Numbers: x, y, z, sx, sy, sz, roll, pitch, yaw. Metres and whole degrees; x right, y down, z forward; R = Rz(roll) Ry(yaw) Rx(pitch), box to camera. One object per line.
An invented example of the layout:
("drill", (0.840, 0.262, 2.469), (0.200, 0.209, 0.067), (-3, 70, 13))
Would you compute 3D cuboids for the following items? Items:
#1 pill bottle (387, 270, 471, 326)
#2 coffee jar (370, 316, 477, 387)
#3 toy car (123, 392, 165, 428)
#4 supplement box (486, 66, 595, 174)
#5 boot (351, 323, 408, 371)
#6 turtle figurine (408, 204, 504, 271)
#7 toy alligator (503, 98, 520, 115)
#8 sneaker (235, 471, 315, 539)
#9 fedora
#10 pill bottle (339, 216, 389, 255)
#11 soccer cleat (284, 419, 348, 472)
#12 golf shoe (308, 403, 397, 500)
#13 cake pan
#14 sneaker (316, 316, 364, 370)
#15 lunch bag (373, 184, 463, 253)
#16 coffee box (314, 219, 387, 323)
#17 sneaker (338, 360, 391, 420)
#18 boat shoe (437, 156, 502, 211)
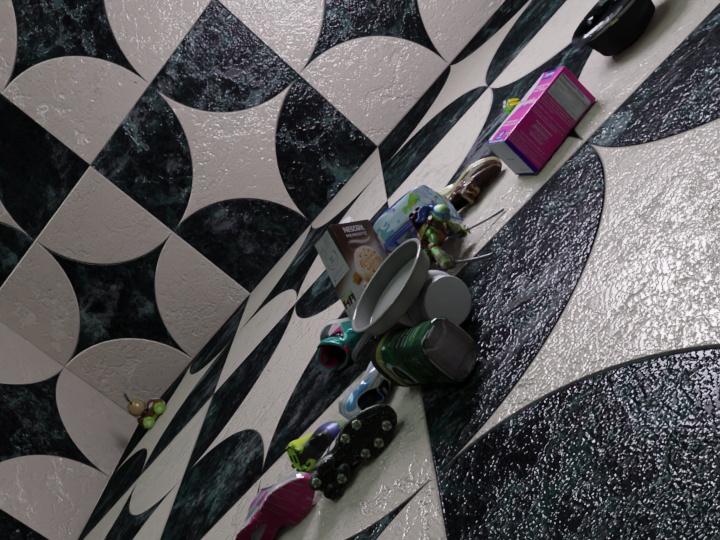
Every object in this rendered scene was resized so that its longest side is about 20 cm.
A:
("pill bottle", (0.122, 0.054, 1.279), (0.110, 0.109, 0.200), (-53, 13, -11))
("coffee jar", (0.099, 0.140, 1.144), (0.086, 0.104, 0.200), (-57, 16, -25))
("toy car", (-1.074, 0.658, 3.364), (0.158, 0.200, 0.164), (-55, 15, -16))
("supplement box", (0.373, -0.308, 1.429), (0.200, 0.103, 0.101), (-50, 13, -2))
("boot", (0.051, 0.119, 1.445), (0.200, 0.070, 0.132), (-45, 5, -2))
("turtle figurine", (0.180, -0.034, 1.402), (0.195, 0.198, 0.145), (116, 157, -45))
("toy alligator", (0.392, -0.397, 1.708), (0.054, 0.060, 0.200), (-4, 24, 7))
("sneaker", (-0.155, 0.427, 1.268), (0.200, 0.081, 0.088), (-45, 16, 22))
("fedora", (0.547, -0.529, 1.455), (0.201, 0.091, 0.201), (-47, 14, 16))
("pill bottle", (0.018, -0.027, 1.629), (0.114, 0.200, 0.114), (-46, 14, 15))
("soccer cleat", (-0.081, 0.340, 1.337), (0.083, 0.065, 0.200), (-24, -11, -39))
("golf shoe", (-0.016, 0.295, 1.181), (0.200, 0.077, 0.088), (-48, 7, 11))
("cake pan", (0.056, 0.034, 1.238), (0.201, 0.037, 0.201), (-50, 15, 19))
("sneaker", (-0.063, 0.181, 1.621), (0.121, 0.084, 0.199), (-48, 11, -32))
("lunch bag", (0.127, -0.100, 1.522), (0.160, 0.083, 0.199), (-38, -22, 19))
("coffee box", (0.000, 0.000, 1.471), (0.114, 0.201, 0.080), (-12, -23, -40))
("sneaker", (0.038, 0.202, 1.289), (0.072, 0.072, 0.200), (17, 56, 37))
("boat shoe", (0.251, -0.182, 1.599), (0.199, 0.072, 0.073), (-34, 49, 20))
